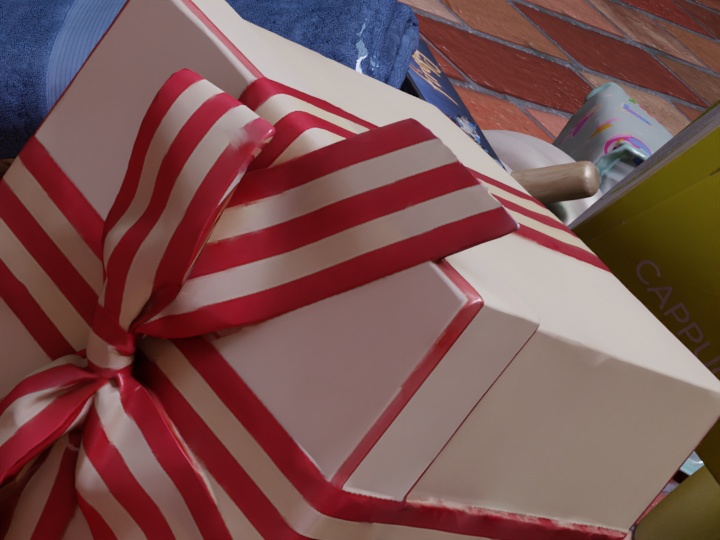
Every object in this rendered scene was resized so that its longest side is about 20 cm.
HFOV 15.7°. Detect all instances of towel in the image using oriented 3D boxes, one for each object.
[{"bbox_3d":[-0.082,-0.084,0.981,0.198,0.049,0.112,-2,30,11],"label":"towel"}]

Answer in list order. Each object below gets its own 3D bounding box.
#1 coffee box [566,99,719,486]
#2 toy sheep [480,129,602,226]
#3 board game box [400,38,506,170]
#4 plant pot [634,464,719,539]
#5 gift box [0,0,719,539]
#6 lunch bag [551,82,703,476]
[{"bbox_3d":[0.226,-0.009,0.901,0.200,0.200,0.198,54,39,-1],"label":"coffee box"},{"bbox_3d":[0.056,0.003,1.114,0.138,0.138,0.200,46,5,29],"label":"toy sheep"},{"bbox_3d":[0.000,0.000,0.988,0.034,0.136,0.200,28,17,-27],"label":"board game box"},{"bbox_3d":[0.241,0.123,1.147,0.199,0.142,0.200,34,16,-11],"label":"plant pot"},{"bbox_3d":[-0.012,0.036,0.773,0.200,0.185,0.186,41,13,35],"label":"gift box"},{"bbox_3d":[0.166,0.016,1.335,0.200,0.122,0.170,44,13,-7],"label":"lunch bag"}]
